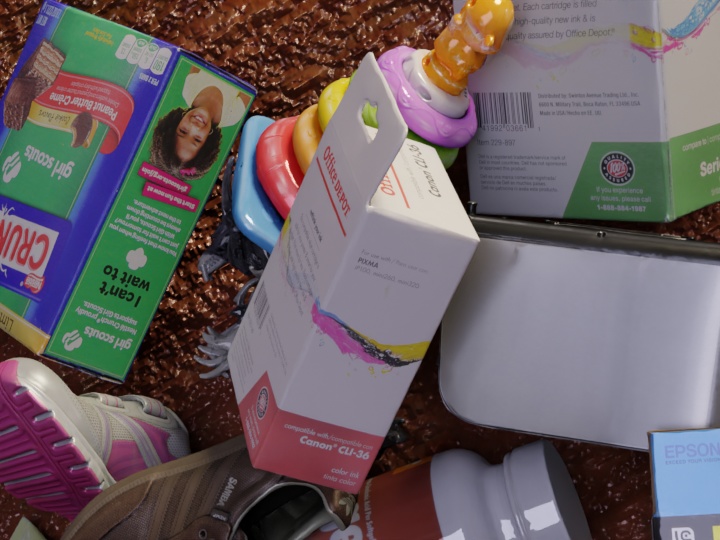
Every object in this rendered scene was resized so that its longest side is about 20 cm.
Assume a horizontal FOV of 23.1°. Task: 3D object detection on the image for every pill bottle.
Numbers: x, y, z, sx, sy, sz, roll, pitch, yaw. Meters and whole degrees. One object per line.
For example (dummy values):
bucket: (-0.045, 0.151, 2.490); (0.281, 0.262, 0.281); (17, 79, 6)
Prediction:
pill bottle: (0.032, 0.172, 1.038); (0.198, 0.112, 0.113); (-22, 78, 12)

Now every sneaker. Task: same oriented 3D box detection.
sneaker: (-0.158, 0.111, 1.077); (0.081, 0.200, 0.089); (-6, 47, 31)
sneaker: (-0.092, 0.150, 1.000); (0.199, 0.071, 0.076); (-30, 35, 11)

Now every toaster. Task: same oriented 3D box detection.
toaster: (0.152, 0.037, 0.982); (0.198, 0.181, 0.120); (7, 89, 19)

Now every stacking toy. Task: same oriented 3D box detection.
stacking toy: (0.023, -0.087, 1.004); (0.109, 0.117, 0.200); (30, 124, -22)

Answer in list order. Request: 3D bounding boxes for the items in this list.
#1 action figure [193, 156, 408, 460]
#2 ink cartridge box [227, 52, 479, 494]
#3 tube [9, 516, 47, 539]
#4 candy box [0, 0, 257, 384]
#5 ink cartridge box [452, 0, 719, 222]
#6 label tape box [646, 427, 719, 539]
action figure: (-0.054, 0.035, 1.079); (0.101, 0.119, 0.201); (-30, 82, 6)
ink cartridge box: (0.000, 0.000, 0.932); (0.067, 0.117, 0.201); (16, 114, -19)
tube: (-0.165, 0.246, 1.123); (0.199, 0.052, 0.058); (34, 54, 22)
candy box: (-0.174, -0.053, 1.107); (0.168, 0.077, 0.202); (25, 92, 48)
ink cartridge box: (0.132, -0.136, 1.000); (0.144, 0.087, 0.202); (4, 107, 43)
label tape box: (0.222, 0.175, 0.879); (0.143, 0.063, 0.202); (-4, 87, 12)
